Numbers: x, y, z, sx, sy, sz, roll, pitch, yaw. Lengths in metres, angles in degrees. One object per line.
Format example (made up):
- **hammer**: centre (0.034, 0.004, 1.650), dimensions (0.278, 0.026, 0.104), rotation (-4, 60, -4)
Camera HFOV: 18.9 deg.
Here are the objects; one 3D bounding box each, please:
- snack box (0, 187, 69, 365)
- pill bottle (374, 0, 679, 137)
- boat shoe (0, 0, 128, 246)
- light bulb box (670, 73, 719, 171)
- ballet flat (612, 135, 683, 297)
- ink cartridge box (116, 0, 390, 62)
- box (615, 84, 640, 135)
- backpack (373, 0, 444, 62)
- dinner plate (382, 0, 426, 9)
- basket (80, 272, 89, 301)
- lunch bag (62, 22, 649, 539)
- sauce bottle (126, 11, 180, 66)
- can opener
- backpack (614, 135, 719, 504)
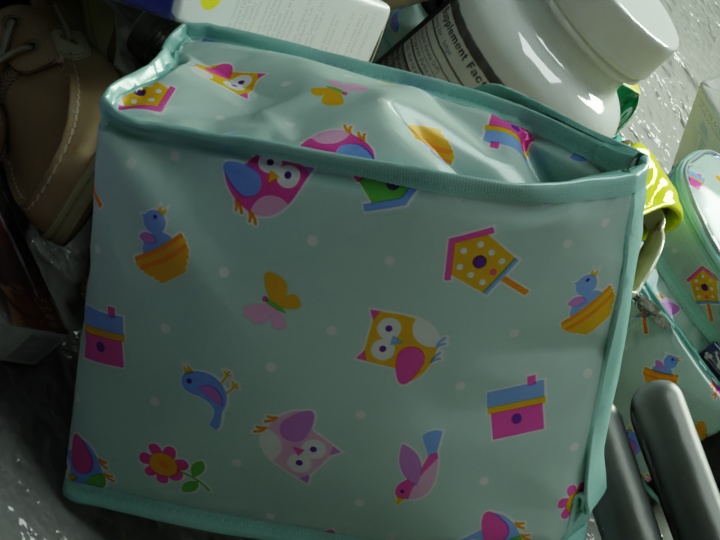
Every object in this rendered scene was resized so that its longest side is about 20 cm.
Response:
- **snack box**: centre (-0.182, -0.053, 0.853), dimensions (0.072, 0.024, 0.200), rotation (13, 44, -57)
- **pill bottle**: centre (0.063, -0.083, 1.115), dimensions (0.111, 0.200, 0.111), rotation (41, 24, -23)
- **boat shoe**: centre (-0.138, -0.074, 0.905), dimensions (0.064, 0.071, 0.200), rotation (30, 15, -24)
- **light bulb box**: centre (0.296, -0.010, 1.403), dimensions (0.200, 0.124, 0.199), rotation (97, -29, -58)
- **ballet flat**: centre (0.106, -0.002, 1.087), dimensions (0.067, 0.067, 0.200), rotation (49, 45, 1)
- **ink cartridge box**: centre (-0.118, -0.141, 0.909), dimensions (0.197, 0.047, 0.200), rotation (25, 9, 31)
- **box**: centre (0.115, -0.121, 1.369), dimensions (0.048, 0.117, 0.200), rotation (28, 31, -25)
- **backpack**: centre (0.061, -0.133, 1.269), dimensions (0.166, 0.127, 0.200), rotation (12, 33, -19)
- **dinner plate**: centre (-0.052, -0.153, 1.114), dimensions (0.199, 0.024, 0.200), rotation (8, 12, -2)
- **basket**: centre (0.000, 0.000, 0.953), dimensions (0.200, 0.143, 0.149), rotation (44, 25, -15)
- **lunch bag**: centre (0.003, 0.014, 0.807), dimensions (0.199, 0.171, 0.122), rotation (11, 24, 7)
- **sauce bottle**: centre (-0.033, -0.058, 1.064), dimensions (0.200, 0.065, 0.065), rotation (44, 22, 13)
- **can opener**: centre (0.130, 0.144, 0.830), dimensions (0.067, 0.053, 0.201), rotation (77, -3, -67)
- **backpack**: centre (0.171, 0.014, 1.235), dimensions (0.200, 0.153, 0.176), rotation (44, 25, 6)
